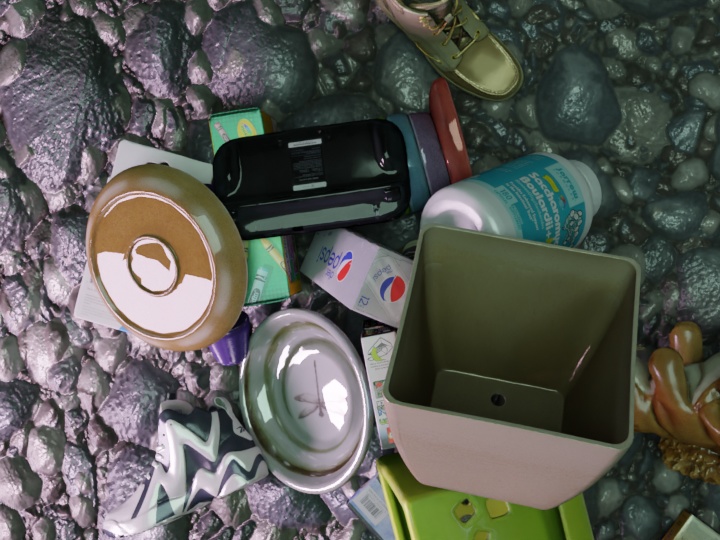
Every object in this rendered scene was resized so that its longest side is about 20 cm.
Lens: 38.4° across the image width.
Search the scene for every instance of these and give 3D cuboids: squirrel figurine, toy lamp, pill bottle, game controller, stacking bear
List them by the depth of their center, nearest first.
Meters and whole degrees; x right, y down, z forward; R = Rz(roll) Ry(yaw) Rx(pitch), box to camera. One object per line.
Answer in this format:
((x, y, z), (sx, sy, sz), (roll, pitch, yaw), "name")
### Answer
((-0.050, -0.092, 1.035), (0.198, 0.042, 0.105), (-7, 77, 5), "game controller")
((0.162, -0.056, 1.052), (0.199, 0.111, 0.111), (-24, 91, -40), "pill bottle")
((0.342, 0.156, 1.078), (0.186, 0.142, 0.201), (-14, 114, 33), "squirrel figurine")
((0.011, -0.108, 1.095), (0.198, 0.122, 0.115), (-16, 69, 3), "stacking bear")
((-0.156, 0.008, 1.107), (0.058, 0.058, 0.201), (-6, 115, 3), "toy lamp")

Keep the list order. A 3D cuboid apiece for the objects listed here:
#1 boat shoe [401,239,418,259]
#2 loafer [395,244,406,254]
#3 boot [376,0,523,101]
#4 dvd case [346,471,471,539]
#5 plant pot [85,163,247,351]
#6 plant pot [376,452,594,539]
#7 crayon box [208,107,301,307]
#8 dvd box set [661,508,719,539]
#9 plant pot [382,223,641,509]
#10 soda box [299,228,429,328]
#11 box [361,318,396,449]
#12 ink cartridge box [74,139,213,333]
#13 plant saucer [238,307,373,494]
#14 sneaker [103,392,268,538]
((0.074, 0.066, 1.103), (0.071, 0.065, 0.201), (4, 118, 19), "boat shoe")
((0.121, -0.003, 1.131), (0.198, 0.067, 0.077), (-7, 92, 3), "loafer")
((0.093, -0.258, 1.079), (0.200, 0.155, 0.073), (44, 94, 1), "boot")
((0.102, 0.248, 1.167), (0.200, 0.018, 0.143), (-43, 90, 3), "dvd case")
((-0.207, -0.007, 1.058), (0.199, 0.027, 0.202), (9, 111, 23), "plant pot")
((0.135, 0.279, 1.062), (0.180, 0.200, 0.201), (-15, 94, -6), "plant pot")
((-0.111, -0.067, 1.116), (0.058, 0.119, 0.202), (-9, 91, 3), "crayon box")
((0.364, 0.390, 1.152), (0.146, 0.029, 0.201), (35, 93, 1), "dvd box set")
((0.130, 0.105, 0.931), (0.198, 0.178, 0.201), (10, 49, 7), "plant pot")
((0.000, 0.000, 1.070), (0.063, 0.200, 0.069), (23, 93, -21), "soda box")
((0.028, 0.110, 1.074), (0.034, 0.200, 0.111), (-10, 91, 1), "box")
((-0.232, -0.032, 1.149), (0.115, 0.068, 0.202), (16, 94, 2), "ink cartridge box")
((-0.051, 0.139, 1.127), (0.199, 0.050, 0.202), (6, 100, 41), "plant saucer")
((-0.213, 0.209, 1.157), (0.198, 0.079, 0.130), (-27, 79, 15), "sneaker")
